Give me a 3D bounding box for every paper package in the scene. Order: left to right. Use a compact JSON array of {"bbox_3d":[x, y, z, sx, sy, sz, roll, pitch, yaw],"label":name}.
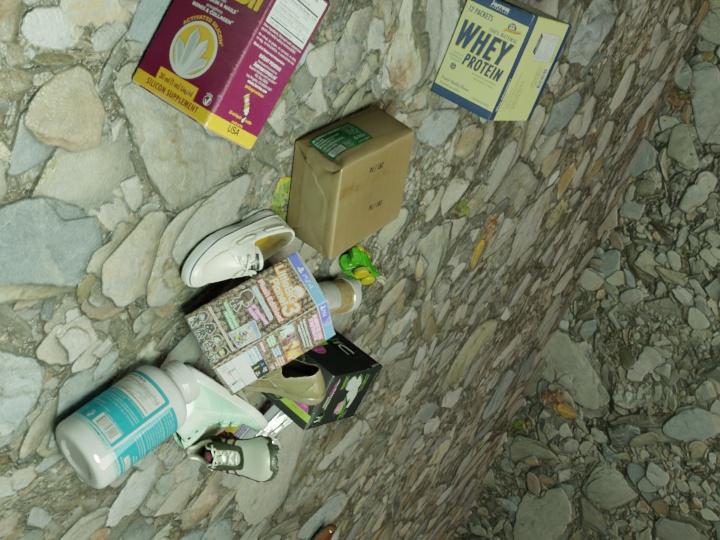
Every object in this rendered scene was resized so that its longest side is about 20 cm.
[{"bbox_3d":[-0.016,-0.147,1.388,0.199,0.103,0.192,-33,144,-41],"label":"paper package"}]

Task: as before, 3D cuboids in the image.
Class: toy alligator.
[{"bbox_3d":[0.000,0.000,1.652,0.054,0.060,0.200,-17,159,12],"label":"toy alligator"}]

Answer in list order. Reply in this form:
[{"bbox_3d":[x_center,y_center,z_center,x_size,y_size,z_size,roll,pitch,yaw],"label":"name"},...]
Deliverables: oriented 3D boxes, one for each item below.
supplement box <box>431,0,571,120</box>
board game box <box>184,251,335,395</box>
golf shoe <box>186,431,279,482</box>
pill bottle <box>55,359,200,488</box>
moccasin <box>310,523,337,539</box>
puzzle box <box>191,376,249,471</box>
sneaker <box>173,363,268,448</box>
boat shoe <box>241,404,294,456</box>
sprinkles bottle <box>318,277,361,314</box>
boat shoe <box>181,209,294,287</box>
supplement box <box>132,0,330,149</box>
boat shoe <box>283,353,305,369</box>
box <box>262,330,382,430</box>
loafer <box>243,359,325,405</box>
[{"bbox_3d":[0.266,-0.398,1.575,0.199,0.134,0.202,-15,132,-56],"label":"supplement box"},{"bbox_3d":[-0.151,0.087,1.317,0.199,0.097,0.160,-30,159,-10],"label":"board game box"},{"bbox_3d":[-0.212,0.319,1.418,0.087,0.199,0.078,1,84,-42],"label":"golf shoe"},{"bbox_3d":[-0.330,0.213,1.220,0.200,0.110,0.112,-37,148,-37],"label":"pill bottle"},{"bbox_3d":[-0.115,0.788,2.314,0.203,0.077,0.073,-61,155,7],"label":"moccasin"},{"bbox_3d":[-0.258,0.274,1.521,0.133,0.025,0.201,-48,154,-21],"label":"puzzle box"},{"bbox_3d":[-0.249,0.249,1.402,0.200,0.073,0.119,41,77,-38],"label":"sneaker"},{"bbox_3d":[-0.178,0.335,1.639,0.202,0.086,0.075,-46,172,-10],"label":"boat shoe"},{"bbox_3d":[-0.076,0.054,1.553,0.199,0.068,0.069,-9,127,-58],"label":"sprinkles bottle"},{"bbox_3d":[-0.178,-0.024,1.270,0.199,0.070,0.071,-33,146,-42],"label":"boat shoe"},{"bbox_3d":[-0.149,-0.265,0.975,0.201,0.130,0.103,-61,155,5],"label":"supplement box"},{"bbox_3d":[-0.126,0.149,1.479,0.072,0.071,0.200,-15,158,-41],"label":"boat shoe"},{"bbox_3d":[-0.080,0.202,1.618,0.199,0.148,0.125,2,120,-62],"label":"box"},{"bbox_3d":[-0.150,0.165,1.414,0.076,0.198,0.068,-80,-176,-60],"label":"loafer"}]
